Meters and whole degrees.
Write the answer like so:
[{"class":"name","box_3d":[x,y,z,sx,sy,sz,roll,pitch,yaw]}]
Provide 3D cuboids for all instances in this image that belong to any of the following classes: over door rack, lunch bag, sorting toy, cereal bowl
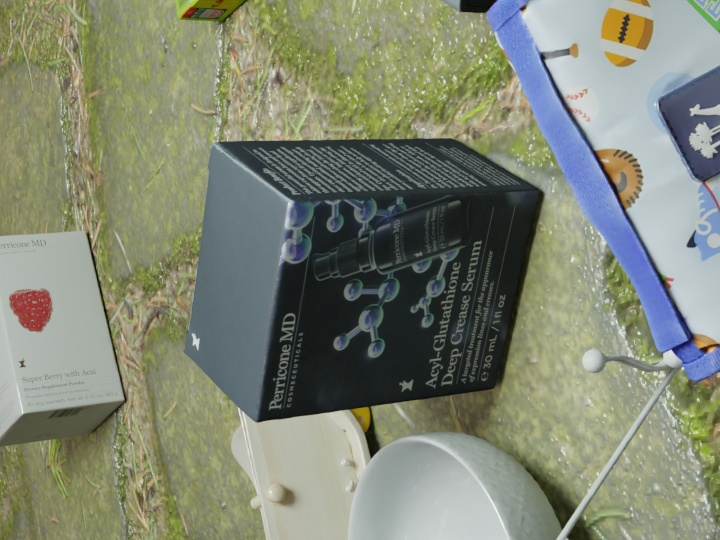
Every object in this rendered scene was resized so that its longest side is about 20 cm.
[{"class":"over door rack","box_3d":[0.169,0.081,0.732,0.147,0.066,0.201,-11,46,60]},{"class":"lunch bag","box_3d":[0.161,-0.068,0.582,0.171,0.199,0.124,62,147,4]},{"class":"sorting toy","box_3d":[-0.061,0.186,1.165,0.180,0.106,0.203,-37,64,60]},{"class":"cereal bowl","box_3d":[0.076,0.204,0.960,0.199,0.082,0.203,11,103,55]}]

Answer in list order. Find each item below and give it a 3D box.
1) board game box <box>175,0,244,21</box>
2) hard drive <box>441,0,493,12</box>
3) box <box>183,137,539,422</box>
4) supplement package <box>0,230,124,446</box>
[{"class":"board game box","box_3d":[-0.136,-0.333,1.256,0.101,0.047,0.203,-26,73,54]},{"class":"hard drive","box_3d":[0.040,-0.281,1.005,0.200,0.033,0.141,42,128,47]},{"class":"box","box_3d":[0.000,0.000,0.948,0.107,0.198,0.150,37,124,49]},{"class":"supplement package","box_3d":[-0.351,0.073,1.567,0.120,0.120,0.202,-39,62,52]}]
